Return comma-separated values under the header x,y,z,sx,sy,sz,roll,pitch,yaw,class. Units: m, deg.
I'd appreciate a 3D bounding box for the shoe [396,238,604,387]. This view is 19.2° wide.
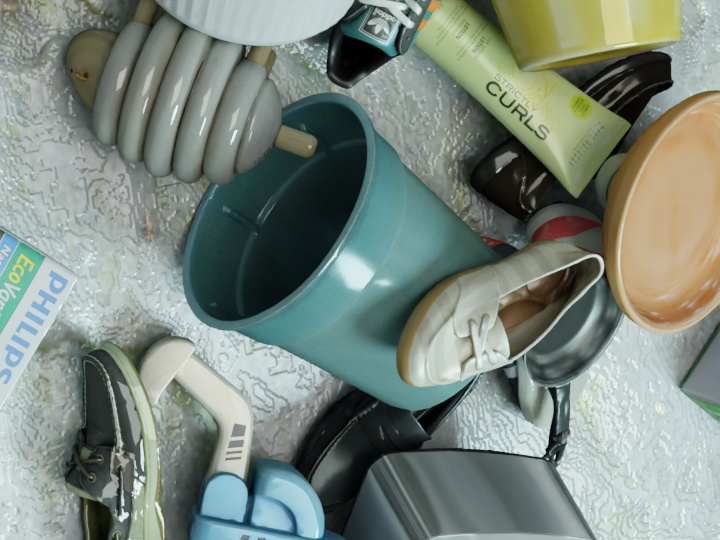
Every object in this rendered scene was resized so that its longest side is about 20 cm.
x,y,z,sx,sy,sz,roll,pitch,yaw,class
0.105,0.029,1.580,0.200,0.053,0.070,-32,120,-37,shoe

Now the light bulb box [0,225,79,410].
x,y,z,sx,sy,sz,roll,pitch,yaw,class
-0.340,0.032,1.491,0.199,0.125,0.199,32,83,-26,light bulb box

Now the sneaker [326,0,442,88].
x,y,z,sx,sy,sz,roll,pitch,yaw,class
0.031,-0.208,1.597,0.071,0.200,0.080,28,51,-6,sneaker

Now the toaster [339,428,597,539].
x,y,z,sx,sy,sz,roll,pitch,yaw,class
0.080,0.235,1.705,0.180,0.119,0.201,5,121,-28,toaster

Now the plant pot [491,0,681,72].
x,y,z,sx,sy,sz,roll,pitch,yaw,class
0.169,-0.258,1.641,0.200,0.200,0.190,-11,92,-25,plant pot

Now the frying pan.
x,y,z,sx,sy,sz,roll,pitch,yaw,class
0.177,0.066,1.735,0.115,0.031,0.191,-37,140,-19,frying pan

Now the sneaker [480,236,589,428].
x,y,z,sx,sy,sz,roll,pitch,yaw,class
0.132,0.047,1.768,0.075,0.084,0.201,-36,137,-19,sneaker

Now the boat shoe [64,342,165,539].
x,y,z,sx,sy,sz,roll,pitch,yaw,class
-0.192,0.158,1.616,0.066,0.072,0.202,-16,109,-29,boat shoe

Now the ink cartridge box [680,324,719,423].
x,y,z,sx,sy,sz,roll,pitch,yaw,class
0.407,0.109,1.903,0.200,0.084,0.147,39,81,-27,ink cartridge box

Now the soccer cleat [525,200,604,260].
x,y,z,sx,sy,sz,roll,pitch,yaw,class
0.227,0.003,1.788,0.199,0.074,0.068,18,131,-30,soccer cleat

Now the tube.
x,y,z,sx,sy,sz,roll,pitch,yaw,class
0.121,-0.151,1.699,0.200,0.052,0.058,40,121,-6,tube

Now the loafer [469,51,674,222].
x,y,z,sx,sy,sz,roll,pitch,yaw,class
0.185,-0.107,1.756,0.199,0.073,0.072,-35,84,-8,loafer

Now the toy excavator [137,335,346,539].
x,y,z,sx,sy,sz,roll,pitch,yaw,class
-0.093,0.165,1.653,0.193,0.100,0.201,12,89,-8,toy excavator

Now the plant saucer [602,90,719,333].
x,y,z,sx,sy,sz,roll,pitch,yaw,class
0.257,-0.050,1.702,0.199,0.037,0.201,-24,125,-39,plant saucer

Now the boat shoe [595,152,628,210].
x,y,z,sx,sy,sz,roll,pitch,yaw,class
0.250,-0.066,1.777,0.199,0.068,0.075,16,113,-50,boat shoe

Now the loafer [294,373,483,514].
x,y,z,sx,sy,sz,roll,pitch,yaw,class
0.025,0.120,1.719,0.201,0.070,0.068,-44,115,-13,loafer

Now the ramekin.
x,y,z,sx,sy,sz,roll,pitch,yaw,class
-0.078,-0.250,1.547,0.201,0.203,0.095,-8,141,-25,ramekin

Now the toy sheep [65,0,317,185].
x,y,z,sx,sy,sz,roll,pitch,yaw,class
-0.125,-0.129,1.569,0.199,0.138,0.139,19,90,6,toy sheep

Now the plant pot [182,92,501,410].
x,y,z,sx,sy,sz,roll,pitch,yaw,class
0.000,0.000,1.632,0.196,0.200,0.201,35,82,-35,plant pot
